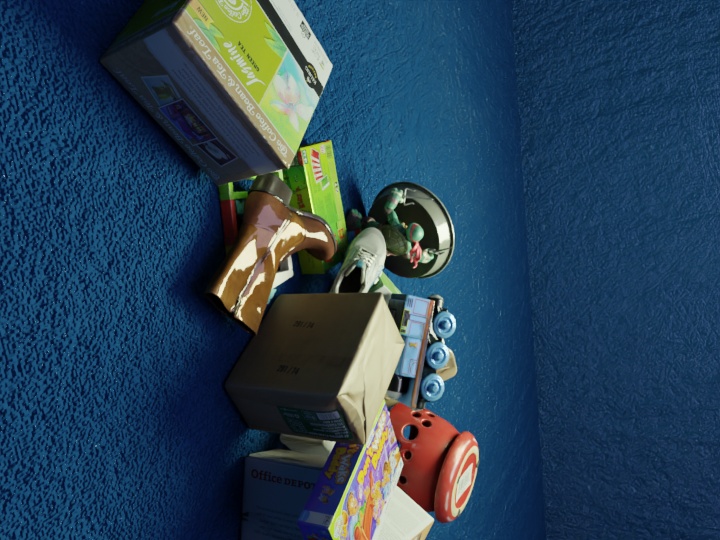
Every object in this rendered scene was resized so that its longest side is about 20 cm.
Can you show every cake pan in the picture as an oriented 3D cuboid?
[{"bbox_3d":[0.090,-0.072,1.068,0.037,0.197,0.204,-33,118,-46],"label":"cake pan"}]

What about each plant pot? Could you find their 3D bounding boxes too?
[{"bbox_3d":[0.136,0.392,1.109,0.199,0.180,0.205,-25,120,-53],"label":"plant pot"}]

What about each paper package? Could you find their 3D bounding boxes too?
[{"bbox_3d":[-0.061,0.130,0.764,0.105,0.196,0.192,64,37,-35],"label":"paper package"}]

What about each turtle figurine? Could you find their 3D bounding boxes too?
[{"bbox_3d":[0.065,-0.073,1.000,0.100,0.198,0.153,-30,111,-40],"label":"turtle figurine"}]

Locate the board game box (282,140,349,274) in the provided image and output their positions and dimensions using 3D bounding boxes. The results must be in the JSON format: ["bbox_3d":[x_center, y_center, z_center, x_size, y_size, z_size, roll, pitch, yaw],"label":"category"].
[{"bbox_3d":[-0.074,-0.107,0.909,0.101,0.047,0.204,-36,120,-57],"label":"board game box"}]

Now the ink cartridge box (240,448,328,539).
[{"bbox_3d":[-0.089,0.364,0.755,0.084,0.143,0.205,15,76,-62],"label":"ink cartridge box"}]

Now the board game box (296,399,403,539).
[{"bbox_3d":[-0.004,0.292,0.719,0.201,0.044,0.137,-58,139,-49],"label":"board game box"}]

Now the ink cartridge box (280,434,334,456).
[{"bbox_3d":[-0.036,0.260,0.911,0.201,0.083,0.148,58,40,-45],"label":"ink cartridge box"}]

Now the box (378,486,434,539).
[{"bbox_3d":[0.011,0.476,0.902,0.198,0.106,0.155,-2,119,-55],"label":"box"}]

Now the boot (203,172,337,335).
[{"bbox_3d":[-0.114,-0.004,0.763,0.189,0.067,0.203,51,46,-49],"label":"boot"}]

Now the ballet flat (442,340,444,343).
[{"bbox_3d":[0.073,0.152,1.037,0.069,0.196,0.071,166,-90,-76],"label":"ballet flat"}]

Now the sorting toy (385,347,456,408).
[{"bbox_3d":[0.104,0.213,1.081,0.037,0.183,0.200,64,3,24],"label":"sorting toy"}]

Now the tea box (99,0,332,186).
[{"bbox_3d":[-0.157,-0.249,0.652,0.200,0.131,0.200,49,48,-42],"label":"tea box"}]

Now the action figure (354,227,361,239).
[{"bbox_3d":[0.008,0.011,1.043,0.052,0.064,0.202,-88,159,-45],"label":"action figure"}]

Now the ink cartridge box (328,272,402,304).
[{"bbox_3d":[0.033,0.076,1.033,0.200,0.103,0.060,45,15,-51],"label":"ink cartridge box"}]

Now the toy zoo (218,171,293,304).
[{"bbox_3d":[-0.149,-0.051,0.791,0.131,0.020,0.205,-16,103,-62],"label":"toy zoo"}]

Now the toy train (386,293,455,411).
[{"bbox_3d":[0.091,0.137,0.935,0.112,0.086,0.204,13,86,-18],"label":"toy train"}]

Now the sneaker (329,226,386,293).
[{"bbox_3d":[0.000,0.000,0.889,0.087,0.074,0.202,114,-2,-58],"label":"sneaker"}]
